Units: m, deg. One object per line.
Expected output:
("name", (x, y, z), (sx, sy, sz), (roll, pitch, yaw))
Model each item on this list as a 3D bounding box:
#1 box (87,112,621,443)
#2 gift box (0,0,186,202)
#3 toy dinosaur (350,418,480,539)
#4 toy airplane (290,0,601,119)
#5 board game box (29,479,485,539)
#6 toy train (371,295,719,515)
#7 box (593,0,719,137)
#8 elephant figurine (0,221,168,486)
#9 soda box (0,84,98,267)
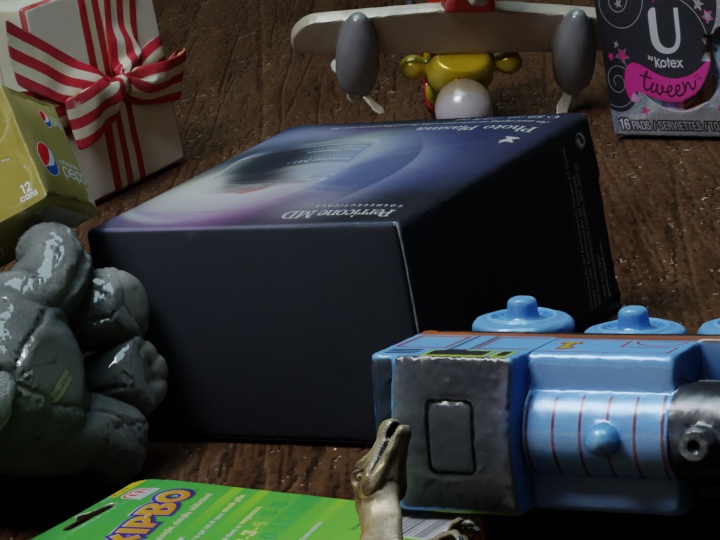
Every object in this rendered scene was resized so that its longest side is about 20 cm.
("box", (0.000, 0.000, 1.303), (0.200, 0.124, 0.198), (-1, 19, 34))
("gift box", (-0.255, -0.149, 1.907), (0.186, 0.200, 0.185), (0, 23, 31))
("toy dinosaur", (-0.013, 0.142, 0.930), (0.101, 0.058, 0.200), (0, 39, 45))
("toy airplane", (0.079, -0.171, 1.850), (0.200, 0.141, 0.199), (-17, -24, 36))
("board game box", (-0.053, 0.123, 1.063), (0.200, 0.030, 0.095), (5, 21, 38))
("toy train", (0.105, 0.061, 1.044), (0.200, 0.087, 0.114), (1, 11, 27))
("box", (0.281, -0.162, 1.717), (0.200, 0.115, 0.132), (4, 20, 45))
("elephant figurine", (-0.208, 0.066, 1.248), (0.200, 0.155, 0.142), (-14, 54, 30))
("soda box", (-0.239, -0.017, 1.266), (0.200, 0.068, 0.064), (-28, -15, 13))
